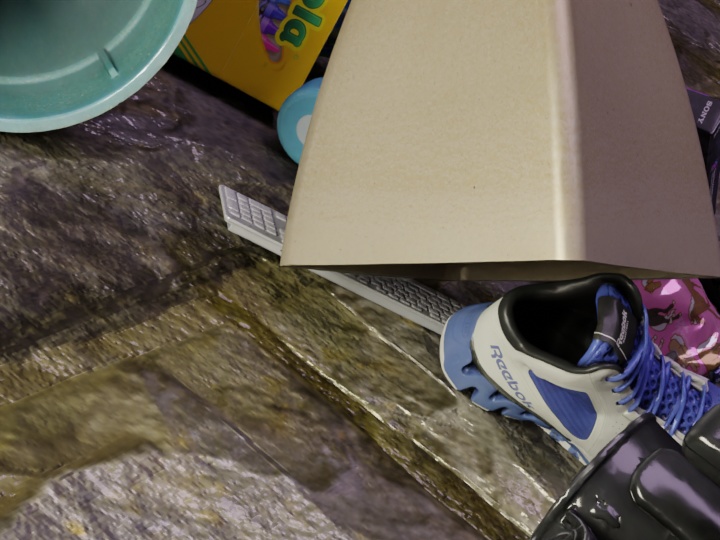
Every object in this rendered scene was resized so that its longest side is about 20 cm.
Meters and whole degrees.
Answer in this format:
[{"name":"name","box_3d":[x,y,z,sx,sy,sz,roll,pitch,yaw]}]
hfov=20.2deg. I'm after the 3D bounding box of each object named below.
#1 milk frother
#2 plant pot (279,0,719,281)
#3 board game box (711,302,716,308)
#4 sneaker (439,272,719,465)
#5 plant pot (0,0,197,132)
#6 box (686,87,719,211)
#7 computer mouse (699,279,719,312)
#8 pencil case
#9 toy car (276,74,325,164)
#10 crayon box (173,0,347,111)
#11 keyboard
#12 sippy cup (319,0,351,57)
[{"name":"milk frother","box_3d":[0.151,0.185,0.960,0.188,0.181,0.200,40,65,16]},{"name":"plant pot","box_3d":[0.086,-0.086,1.200,0.199,0.178,0.199,-2,-4,34]},{"name":"board game box","box_3d":[0.189,-0.025,1.509,0.200,0.019,0.103,28,19,-52]},{"name":"sneaker","box_3d":[0.150,0.065,1.174,0.198,0.115,0.081,26,65,-6]},{"name":"plant pot","box_3d":[-0.207,-0.210,1.191,0.199,0.201,0.196,23,16,-24]},{"name":"box","box_3d":[0.175,-0.107,1.519,0.199,0.036,0.143,21,-27,18]},{"name":"computer mouse","box_3d":[0.266,0.000,1.545,0.058,0.034,0.200,17,-13,46]},{"name":"pencil case","box_3d":[0.171,-0.007,1.326,0.201,0.082,0.087,62,-8,1]},{"name":"toy car","box_3d":[0.079,-0.103,1.402,0.200,0.177,0.184,46,32,-1]},{"name":"crayon box","box_3d":[-0.081,-0.237,1.384,0.172,0.201,0.058,27,8,-15]},{"name":"keyboard","box_3d":[0.000,0.000,1.263,0.199,0.011,0.056,27,23,-18]},{"name":"sippy cup","box_3d":[-0.031,-0.229,1.503,0.140,0.178,0.130,50,15,10]}]
